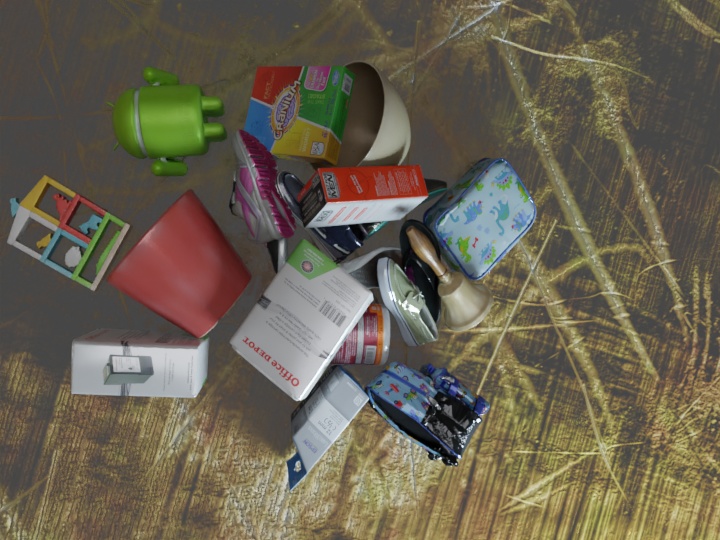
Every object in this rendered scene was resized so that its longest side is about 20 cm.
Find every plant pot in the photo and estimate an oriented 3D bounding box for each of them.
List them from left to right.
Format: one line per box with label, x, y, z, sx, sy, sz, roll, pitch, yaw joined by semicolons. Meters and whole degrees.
plant pot;-0.290;0.000;0.976;0.201;0.200;0.177;-47;106;-5
plant pot;0.014;-0.242;1.027;0.132;0.197;0.208;13;88;-43

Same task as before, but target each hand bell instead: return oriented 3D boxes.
hand bell;0.139;-0.001;1.003;0.104;0.104;0.201;-43;118;-6

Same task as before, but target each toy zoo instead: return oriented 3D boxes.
toy zoo;-0.519;-0.072;1.015;0.196;0.020;0.134;31;86;-8

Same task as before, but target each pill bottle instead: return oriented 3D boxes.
pill bottle;-0.049;0.113;1.042;0.192;0.109;0.114;3;90;-8

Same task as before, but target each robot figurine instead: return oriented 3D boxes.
robot figurine;-0.330;-0.254;0.995;0.193;0.116;0.182;-6;96;-8

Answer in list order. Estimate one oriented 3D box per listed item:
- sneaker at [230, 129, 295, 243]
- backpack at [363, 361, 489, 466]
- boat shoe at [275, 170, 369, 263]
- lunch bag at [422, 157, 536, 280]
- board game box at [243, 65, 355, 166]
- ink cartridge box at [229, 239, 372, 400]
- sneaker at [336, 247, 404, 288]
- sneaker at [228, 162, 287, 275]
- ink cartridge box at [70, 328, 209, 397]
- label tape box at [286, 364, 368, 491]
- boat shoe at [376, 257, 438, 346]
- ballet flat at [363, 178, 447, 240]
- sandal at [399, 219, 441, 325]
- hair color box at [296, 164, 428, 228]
sneaker;-0.183;-0.135;0.969;0.086;0.081;0.206;-24;78;23
backpack;0.107;0.235;1.040;0.197;0.183;0.136;34;77;5
boat shoe;-0.067;-0.108;1.025;0.201;0.091;0.076;48;44;-22
lunch bag;0.224;-0.094;1.088;0.200;0.082;0.161;-44;109;-7
board game box;-0.112;-0.271;1.007;0.195;0.040;0.159;11;89;33
ink cartridge box;-0.091;0.080;0.936;0.144;0.084;0.202;36;85;7
sneaker;0.000;0.000;1.074;0.195;0.084;0.075;-18;108;-30
sneaker;-0.183;-0.086;1.045;0.096;0.071;0.208;-7;86;-6
ink cartridge box;-0.362;0.152;0.977;0.193;0.145;0.087;4;91;-8
label tape box;-0.079;0.265;1.021;0.066;0.143;0.200;43;84;-6
boat shoe;0.087;0.054;1.048;0.060;0.073;0.203;-11;129;23
ballet flat;0.069;-0.134;1.083;0.196;0.068;0.070;-31;86;-8
sandal;0.112;0.009;1.061;0.073;0.048;0.207;-2;110;27
hair color box;0.004;-0.123;0.962;0.195;0.101;0.063;-9;75;-31
